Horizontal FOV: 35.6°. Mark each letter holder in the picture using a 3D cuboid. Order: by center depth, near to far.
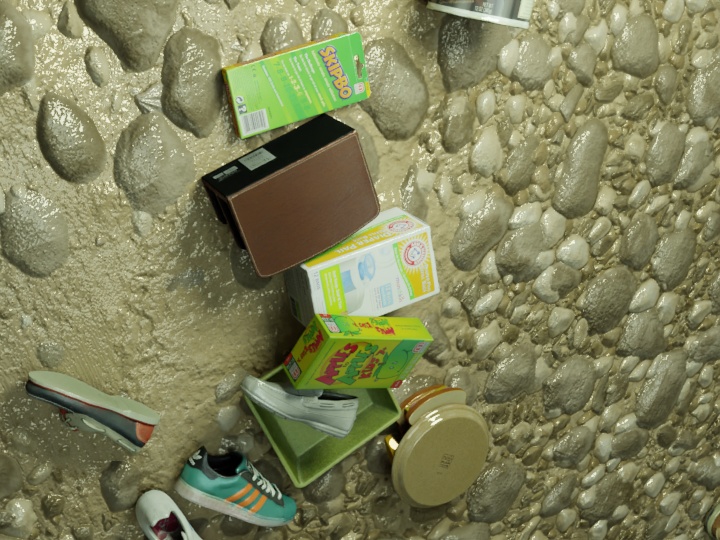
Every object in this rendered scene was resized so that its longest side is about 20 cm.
[{"bbox_3d":[-0.089,-0.098,1.522,0.199,0.100,0.143,-29,121,-16],"label":"letter holder"}]

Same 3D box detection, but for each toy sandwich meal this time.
[{"bbox_3d":[0.117,0.283,1.793,0.204,0.070,0.207,-13,118,-26],"label":"toy sandwich meal"}]

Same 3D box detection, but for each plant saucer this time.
[{"bbox_3d":[-0.060,0.191,1.672,0.199,0.048,0.201,-34,120,-14],"label":"plant saucer"}]

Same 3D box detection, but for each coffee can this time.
[{"bbox_3d":[0.179,-0.440,1.512,0.145,0.146,0.201,3,107,-29],"label":"coffee can"}]

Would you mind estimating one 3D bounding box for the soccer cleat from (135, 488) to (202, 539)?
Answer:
[{"bbox_3d":[-0.261,0.403,1.618,0.070,0.086,0.201,-36,121,-12],"label":"soccer cleat"}]

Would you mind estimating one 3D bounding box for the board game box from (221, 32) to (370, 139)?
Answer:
[{"bbox_3d":[-0.083,-0.252,1.511,0.199,0.030,0.096,-19,117,-18],"label":"board game box"}]

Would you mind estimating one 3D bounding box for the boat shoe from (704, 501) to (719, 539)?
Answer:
[{"bbox_3d":[0.764,0.456,2.195,0.200,0.074,0.076,-48,123,-5],"label":"boat shoe"}]

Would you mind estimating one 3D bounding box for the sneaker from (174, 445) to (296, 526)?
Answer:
[{"bbox_3d":[-0.169,0.315,1.645,0.199,0.071,0.080,23,100,-31],"label":"sneaker"}]

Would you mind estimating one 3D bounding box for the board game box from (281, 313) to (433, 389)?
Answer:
[{"bbox_3d":[-0.002,0.115,1.576,0.199,0.048,0.102,4,130,-43],"label":"board game box"}]

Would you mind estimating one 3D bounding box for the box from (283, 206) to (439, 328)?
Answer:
[{"bbox_3d":[0.000,0.000,1.602,0.199,0.101,0.113,-20,117,-21],"label":"box"}]

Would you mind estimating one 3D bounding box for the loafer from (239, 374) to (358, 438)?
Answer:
[{"bbox_3d":[-0.084,0.179,1.590,0.199,0.070,0.070,26,90,-40],"label":"loafer"}]

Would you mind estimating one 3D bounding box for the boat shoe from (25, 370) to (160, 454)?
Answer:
[{"bbox_3d":[-0.363,0.190,1.500,0.199,0.071,0.063,28,96,-37],"label":"boat shoe"}]
